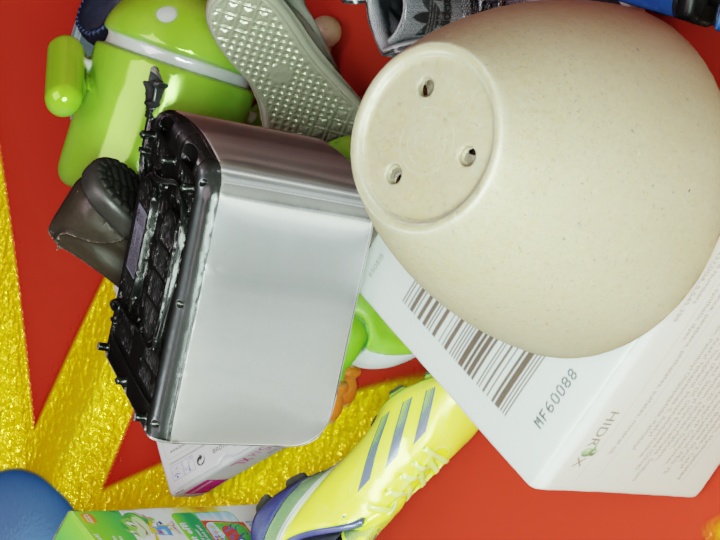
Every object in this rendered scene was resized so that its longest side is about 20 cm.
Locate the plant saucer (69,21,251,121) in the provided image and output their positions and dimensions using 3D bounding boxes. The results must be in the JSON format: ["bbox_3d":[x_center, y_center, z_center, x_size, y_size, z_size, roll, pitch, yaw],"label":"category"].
[{"bbox_3d":[-0.156,-0.154,1.858,0.200,0.027,0.201,-5,82,41],"label":"plant saucer"}]

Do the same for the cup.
[{"bbox_3d":[0.077,-0.060,1.340,0.200,0.143,0.201,-8,77,39],"label":"cup"}]

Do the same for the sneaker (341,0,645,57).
[{"bbox_3d":[0.079,-0.159,1.590,0.200,0.114,0.076,16,106,42],"label":"sneaker"}]

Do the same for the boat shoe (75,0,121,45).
[{"bbox_3d":[-0.154,-0.256,1.812,0.084,0.069,0.200,29,89,40],"label":"boat shoe"}]

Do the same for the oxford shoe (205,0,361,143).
[{"bbox_3d":[-0.042,-0.128,1.672,0.075,0.200,0.058,-19,38,16],"label":"oxford shoe"}]

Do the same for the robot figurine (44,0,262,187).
[{"bbox_3d":[-0.138,-0.107,1.727,0.116,0.175,0.201,-149,77,-74],"label":"robot figurine"}]

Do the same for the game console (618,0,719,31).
[{"bbox_3d":[0.243,-0.238,1.486,0.171,0.118,0.201,27,102,53],"label":"game console"}]

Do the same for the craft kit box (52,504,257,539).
[{"bbox_3d":[-0.075,0.233,1.630,0.200,0.197,0.049,46,114,35],"label":"craft kit box"}]

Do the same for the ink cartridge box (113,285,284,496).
[{"bbox_3d":[-0.111,0.047,1.786,0.119,0.042,0.201,-31,68,33],"label":"ink cartridge box"}]

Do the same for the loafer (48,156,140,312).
[{"bbox_3d":[-0.133,0.006,1.679,0.071,0.200,0.073,-33,28,21],"label":"loafer"}]

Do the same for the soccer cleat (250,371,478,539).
[{"bbox_3d":[0.012,0.142,1.628,0.200,0.065,0.084,-38,37,16],"label":"soccer cleat"}]

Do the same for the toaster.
[{"bbox_3d":[-0.080,-0.004,1.543,0.181,0.118,0.201,-135,55,-68],"label":"toaster"}]

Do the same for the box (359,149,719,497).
[{"bbox_3d":[0.147,-0.002,1.480,0.199,0.171,0.200,48,114,34],"label":"box"}]

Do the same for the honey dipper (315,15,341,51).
[{"bbox_3d":[-0.040,-0.079,1.744,0.038,0.038,0.201,5,86,41],"label":"honey dipper"}]

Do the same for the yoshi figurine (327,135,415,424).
[{"bbox_3d":[-0.013,-0.007,1.666,0.112,0.112,0.200,36,106,44],"label":"yoshi figurine"}]
